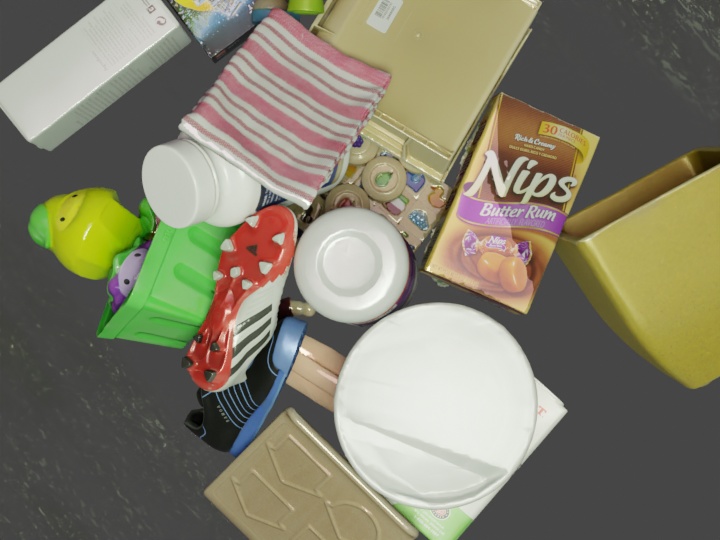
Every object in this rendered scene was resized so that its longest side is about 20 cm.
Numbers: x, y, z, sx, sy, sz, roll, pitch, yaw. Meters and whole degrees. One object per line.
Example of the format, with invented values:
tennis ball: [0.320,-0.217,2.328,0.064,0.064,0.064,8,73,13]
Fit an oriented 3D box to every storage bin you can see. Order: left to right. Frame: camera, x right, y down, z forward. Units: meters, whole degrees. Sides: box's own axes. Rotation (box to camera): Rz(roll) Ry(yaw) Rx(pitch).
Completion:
storage bin: [0.056,-0.234,1.458,0.198,0.094,0.200,31,81,1]

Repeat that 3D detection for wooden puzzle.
wooden puzzle: [-0.050,0.247,1.455,0.185,0.046,0.200,44,131,1]

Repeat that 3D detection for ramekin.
ramekin: [0.075,0.133,1.386,0.202,0.094,0.203,0,88,3]

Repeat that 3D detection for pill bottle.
pill bottle: [-0.114,-0.107,1.372,0.200,0.111,0.111,-24,90,-44]
pill bottle: [0.000,0.000,1.409,0.112,0.200,0.113,0,86,6]

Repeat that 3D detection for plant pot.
plant pot: [0.333,0.006,1.428,0.195,0.194,0.200,-28,95,0]

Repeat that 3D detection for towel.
towel: [-0.069,-0.161,1.333,0.146,0.030,0.200,31,51,1]

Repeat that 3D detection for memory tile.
memory tile: [-0.019,-0.159,1.504,0.153,0.017,0.200,-37,86,-2]

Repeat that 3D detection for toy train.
toy train: [-0.050,-0.309,1.388,0.084,0.200,0.116,1,92,-34]

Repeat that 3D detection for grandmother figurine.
grandmother figurine: [-0.087,0.083,1.489,0.200,0.061,0.122,29,95,0]

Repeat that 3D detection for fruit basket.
fruit basket: [-0.236,-0.036,1.430,0.215,0.155,0.216,10,67,-23]

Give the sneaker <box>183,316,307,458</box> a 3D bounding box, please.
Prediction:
sneaker: [-0.122,0.116,1.449,0.078,0.070,0.200,27,123,-3]

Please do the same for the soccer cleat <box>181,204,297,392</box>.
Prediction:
soccer cleat: [-0.108,0.028,1.362,0.069,0.085,0.200,28,100,27]

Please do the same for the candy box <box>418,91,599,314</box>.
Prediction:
candy box: [0.152,-0.068,1.429,0.116,0.056,0.200,23,86,-5]

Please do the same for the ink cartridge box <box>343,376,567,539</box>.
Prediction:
ink cartridge box: [0.099,0.171,1.475,0.145,0.084,0.200,41,91,0]

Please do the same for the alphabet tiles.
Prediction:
alphabet tiles: [0.002,-0.082,1.516,0.166,0.006,0.200,37,90,1]

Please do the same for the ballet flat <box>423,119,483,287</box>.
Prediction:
ballet flat: [0.130,-0.074,1.486,0.075,0.064,0.201,20,90,-12]

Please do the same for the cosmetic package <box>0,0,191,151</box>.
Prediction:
cosmetic package: [-0.283,-0.218,1.472,0.200,0.101,0.071,-38,89,-1]

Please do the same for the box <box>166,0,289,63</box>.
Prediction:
box: [-0.121,-0.340,1.502,0.200,0.038,0.137,-36,90,0]
